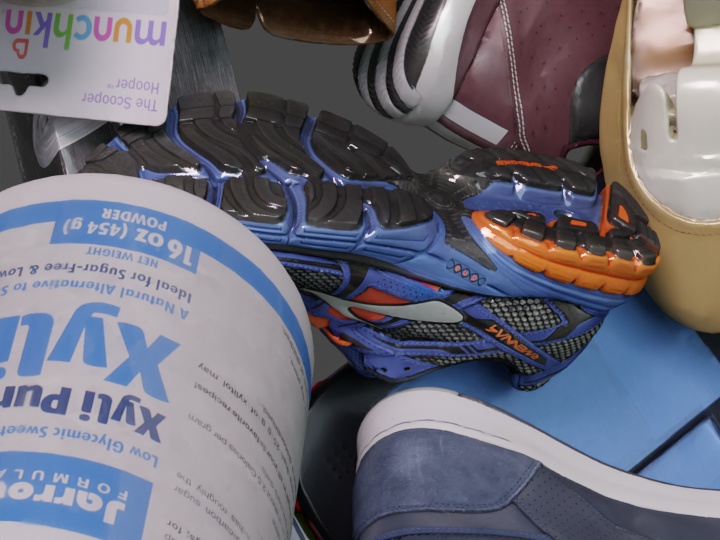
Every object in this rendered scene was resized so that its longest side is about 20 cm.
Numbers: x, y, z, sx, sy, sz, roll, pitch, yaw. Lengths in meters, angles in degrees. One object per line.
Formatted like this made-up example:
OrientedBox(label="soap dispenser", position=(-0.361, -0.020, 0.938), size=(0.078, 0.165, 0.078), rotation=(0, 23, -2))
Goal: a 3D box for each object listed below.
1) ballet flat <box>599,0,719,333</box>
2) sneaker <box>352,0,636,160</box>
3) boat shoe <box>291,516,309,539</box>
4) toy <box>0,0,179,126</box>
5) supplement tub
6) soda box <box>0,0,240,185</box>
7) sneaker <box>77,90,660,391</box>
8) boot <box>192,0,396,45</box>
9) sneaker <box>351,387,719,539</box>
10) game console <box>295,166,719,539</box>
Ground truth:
OrientedBox(label="ballet flat", position=(0.112, -0.079, 1.002), size=(0.068, 0.063, 0.201), rotation=(-3, 86, 9))
OrientedBox(label="sneaker", position=(0.084, -0.117, 1.067), size=(0.115, 0.076, 0.200), rotation=(33, 74, -21))
OrientedBox(label="boat shoe", position=(-0.013, 0.148, 0.982), size=(0.067, 0.073, 0.201), rotation=(-13, 79, -49))
OrientedBox(label="toy", position=(-0.110, -0.151, 0.933), size=(0.047, 0.115, 0.201), rotation=(5, 92, -58))
OrientedBox(label="supplement tub", position=(-0.085, 0.078, 0.851), size=(0.132, 0.132, 0.200), rotation=(22, 36, -12))
OrientedBox(label="soda box", position=(-0.096, -0.114, 1.004), size=(0.071, 0.063, 0.201), rotation=(-12, 82, -20))
OrientedBox(label="sneaker", position=(0.000, 0.000, 0.963), size=(0.199, 0.075, 0.079), rotation=(12, 120, -21))
OrientedBox(label="boot", position=(0.001, -0.155, 1.009), size=(0.200, 0.077, 0.156), rotation=(1, 72, -50))
OrientedBox(label="sneaker", position=(0.085, 0.129, 0.941), size=(0.202, 0.077, 0.146), rotation=(18, 37, -5))
OrientedBox(label="game console", position=(0.086, 0.073, 1.040), size=(0.200, 0.031, 0.177), rotation=(-36, 91, -20))
